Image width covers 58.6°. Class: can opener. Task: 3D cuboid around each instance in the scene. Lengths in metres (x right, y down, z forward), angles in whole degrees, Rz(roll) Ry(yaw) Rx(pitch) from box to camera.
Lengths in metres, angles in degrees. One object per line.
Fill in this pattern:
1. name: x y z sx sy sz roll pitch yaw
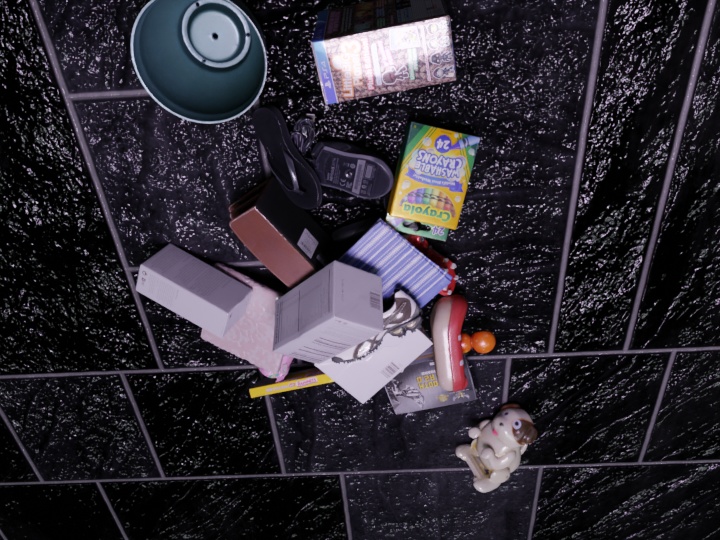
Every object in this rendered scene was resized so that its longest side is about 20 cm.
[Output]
1. can opener: 0.039 -0.093 1.240 0.200 0.079 0.063 -22 161 20

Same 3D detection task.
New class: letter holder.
1. letter holder: -0.162 -0.051 1.220 0.142 0.101 0.200 -26 119 34

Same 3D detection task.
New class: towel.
1. towel: 0.060 0.006 1.209 0.200 0.024 0.145 37 112 -24
2. towel: -0.234 0.102 1.340 0.200 0.032 0.191 24 119 12

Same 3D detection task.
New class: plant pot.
1. plant pot: -0.236 -0.349 0.997 0.200 0.134 0.201 1 126 1

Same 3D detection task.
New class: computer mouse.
1. computer mouse: -0.031 -0.197 1.164 0.200 0.053 0.139 20 127 1

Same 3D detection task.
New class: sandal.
1. sandal: -0.138 -0.192 1.139 0.076 0.043 0.200 -16 112 37

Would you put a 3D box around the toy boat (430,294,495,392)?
1. toy boat: 0.217 0.149 1.342 0.130 0.131 0.200 -6 99 3

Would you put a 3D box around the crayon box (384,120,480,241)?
1. crayon box: 0.124 -0.154 1.146 0.125 0.052 0.200 11 105 -8

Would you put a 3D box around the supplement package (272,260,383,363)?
1. supplement package: -0.063 0.082 1.176 0.109 0.114 0.200 20 145 -33

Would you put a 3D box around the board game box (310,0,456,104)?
1. board game box: 0.036 -0.346 0.981 0.200 0.160 0.097 -8 126 8

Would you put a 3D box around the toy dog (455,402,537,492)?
1. toy dog: 0.353 0.422 1.563 0.194 0.140 0.200 3 128 -18

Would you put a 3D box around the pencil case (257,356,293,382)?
1. pencil case: -0.161 0.149 1.395 0.087 0.088 0.200 20 122 -14

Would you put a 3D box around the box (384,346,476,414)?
1. box: 0.157 0.251 1.490 0.200 0.048 0.159 -12 125 10

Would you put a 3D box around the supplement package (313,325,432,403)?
1. supplement package: 0.018 0.147 1.346 0.200 0.111 0.156 -42 117 9

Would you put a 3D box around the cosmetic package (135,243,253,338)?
1. cosmetic package: -0.328 0.038 1.268 0.200 0.101 0.071 29 124 7

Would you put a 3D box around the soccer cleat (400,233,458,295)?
1. soccer cleat: 0.128 -0.013 1.290 0.085 0.069 0.200 10 158 42

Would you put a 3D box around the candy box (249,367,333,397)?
1. candy box: -0.144 0.250 1.463 0.200 0.102 0.026 -13 90 10

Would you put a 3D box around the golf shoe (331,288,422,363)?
1. golf shoe: 0.017 0.101 1.218 0.200 0.078 0.095 -31 112 9
